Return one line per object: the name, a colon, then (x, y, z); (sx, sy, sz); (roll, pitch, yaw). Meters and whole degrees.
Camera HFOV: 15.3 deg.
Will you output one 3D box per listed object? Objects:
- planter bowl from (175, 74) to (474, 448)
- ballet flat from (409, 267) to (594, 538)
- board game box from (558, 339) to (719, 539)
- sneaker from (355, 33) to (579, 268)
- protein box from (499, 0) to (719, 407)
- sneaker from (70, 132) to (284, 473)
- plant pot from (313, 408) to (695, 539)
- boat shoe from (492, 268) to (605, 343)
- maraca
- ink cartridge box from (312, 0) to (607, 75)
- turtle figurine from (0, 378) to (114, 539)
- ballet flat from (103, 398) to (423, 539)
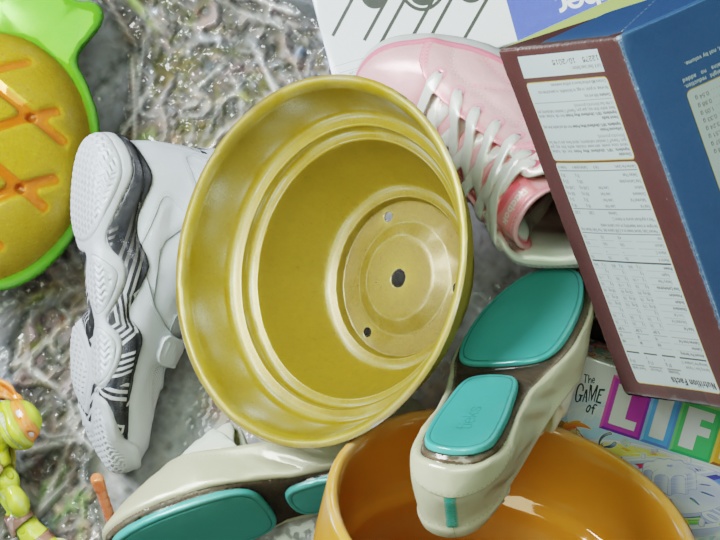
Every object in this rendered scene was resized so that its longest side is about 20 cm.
planter bowl: (0.000, 0.000, 1.453); (0.200, 0.083, 0.201); (-8, 77, 37)
ballet flat: (0.075, 0.071, 1.396); (0.069, 0.200, 0.070); (13, 124, 20)
board game box: (0.162, 0.120, 1.479); (0.199, 0.034, 0.135); (17, 109, 10)
sneaker: (0.075, -0.065, 1.474); (0.200, 0.105, 0.076); (27, 117, 12)
protein box: (0.214, -0.060, 1.380); (0.198, 0.135, 0.201); (-25, 101, -20)
sneaker: (-0.104, 0.017, 1.531); (0.114, 0.075, 0.201); (-5, 107, -20)
plant pot: (0.059, 0.204, 1.418); (0.199, 0.200, 0.184); (22, 122, 10)
boat shoe: (0.176, 0.019, 1.501); (0.199, 0.070, 0.071); (-14, 82, 9)
maraca: (-0.215, -0.087, 1.551); (0.136, 0.107, 0.201); (8, 82, 1)
ink cartridge box: (0.072, -0.169, 1.559); (0.199, 0.044, 0.094); (-16, 81, 4)
turtle figurine: (-0.245, 0.112, 1.540); (0.161, 0.064, 0.200); (-36, 105, 8)
ballet flat: (-0.050, 0.114, 1.520); (0.199, 0.069, 0.070); (-12, 80, 4)
